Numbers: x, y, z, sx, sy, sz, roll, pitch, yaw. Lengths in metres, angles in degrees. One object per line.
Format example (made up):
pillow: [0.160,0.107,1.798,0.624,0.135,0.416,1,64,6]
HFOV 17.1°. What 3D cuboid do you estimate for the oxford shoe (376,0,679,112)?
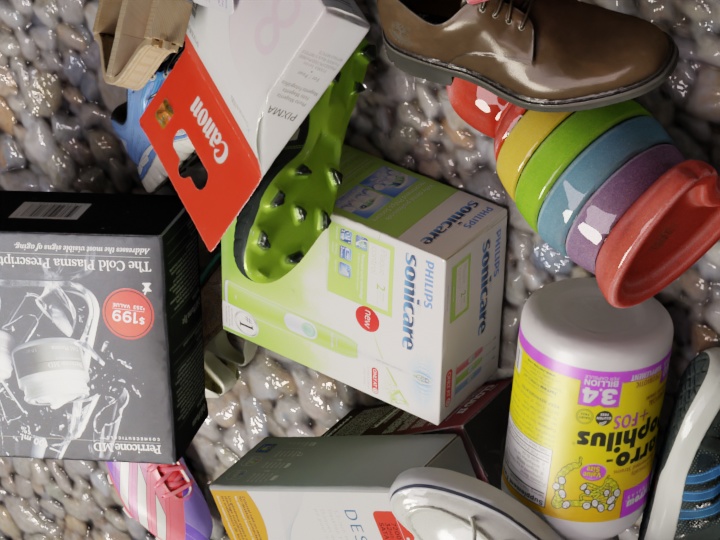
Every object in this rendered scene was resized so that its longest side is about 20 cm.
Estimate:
oxford shoe: [0.098,-0.151,1.481,0.199,0.073,0.085,10,148,21]

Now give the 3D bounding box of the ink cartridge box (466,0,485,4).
ink cartridge box: [0.142,-0.265,1.380,0.199,0.145,0.146,-10,111,45]

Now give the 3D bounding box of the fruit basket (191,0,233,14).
fruit basket: [-0.145,-0.287,1.637,0.200,0.094,0.186,21,121,39]

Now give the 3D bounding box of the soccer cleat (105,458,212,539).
soccer cleat: [-0.182,0.145,2.010,0.076,0.067,0.200,-33,91,44]

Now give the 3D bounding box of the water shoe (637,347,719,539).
water shoe: [0.244,0.135,1.636,0.079,0.072,0.201,13,130,3]

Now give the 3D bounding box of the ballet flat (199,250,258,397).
ballet flat: [-0.121,0.061,1.896,0.067,0.068,0.200,40,138,5]

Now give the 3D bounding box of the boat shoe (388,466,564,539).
boat shoe: [0.097,0.217,1.615,0.202,0.086,0.075,37,136,-11]

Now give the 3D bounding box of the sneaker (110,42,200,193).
sneaker: [-0.132,-0.135,1.761,0.089,0.079,0.200,49,138,0]

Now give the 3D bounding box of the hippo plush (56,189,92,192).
hippo plush: [-0.269,-0.001,1.949,0.161,0.159,0.200,-36,101,14]

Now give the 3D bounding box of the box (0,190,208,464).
box: [-0.225,0.042,1.810,0.199,0.104,0.183,1,109,11]

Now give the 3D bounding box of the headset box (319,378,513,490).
headset box: [0.072,0.171,1.790,0.200,0.075,0.149,-15,107,46]

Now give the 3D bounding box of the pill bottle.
pill bottle: [0.152,0.113,1.644,0.104,0.104,0.201,22,124,29]

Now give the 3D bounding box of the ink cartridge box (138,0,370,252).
ink cartridge box: [-0.090,-0.140,1.632,0.200,0.057,0.163,-50,43,19]

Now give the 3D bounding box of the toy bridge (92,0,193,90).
toy bridge: [-0.162,-0.164,1.713,0.200,0.027,0.068,-158,82,-71]

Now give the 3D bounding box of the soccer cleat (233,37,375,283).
soccer cleat: [-0.050,-0.085,1.665,0.081,0.201,0.067,5,161,46]

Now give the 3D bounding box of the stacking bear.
stacking bear: [0.136,-0.083,1.539,0.114,0.121,0.200,-49,66,15]

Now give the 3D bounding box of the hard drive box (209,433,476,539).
hard drive box: [0.005,0.205,1.758,0.199,0.077,0.156,-6,114,43]

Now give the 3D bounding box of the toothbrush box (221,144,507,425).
toothbrush box: [0.000,0.000,1.731,0.199,0.086,0.146,23,130,27]
